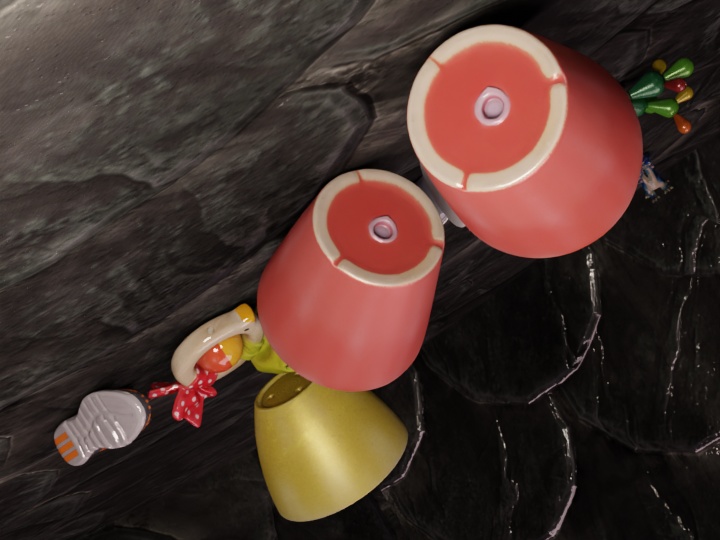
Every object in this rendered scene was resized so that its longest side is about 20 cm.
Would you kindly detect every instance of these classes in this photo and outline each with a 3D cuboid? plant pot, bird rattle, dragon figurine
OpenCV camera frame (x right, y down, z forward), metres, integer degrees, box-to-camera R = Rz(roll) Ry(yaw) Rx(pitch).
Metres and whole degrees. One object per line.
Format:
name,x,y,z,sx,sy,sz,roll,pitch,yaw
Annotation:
plant pot,0.137,-0.123,1.268,0.199,0.202,0.177,-34,161,14
plant pot,-0.058,0.201,1.852,0.199,0.143,0.200,-28,-160,11
bird rattle,-0.185,0.104,1.819,0.198,0.113,0.163,-23,154,-6
plant pot,0.000,0.000,1.522,0.199,0.201,0.178,-27,160,-29
dragon figurine,0.571,-0.197,2.882,0.059,0.100,0.200,-35,-169,12

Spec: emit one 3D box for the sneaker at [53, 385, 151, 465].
sneaker,-0.303,0.177,1.822,0.112,0.078,0.199,-30,-177,-44

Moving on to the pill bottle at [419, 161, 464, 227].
pill bottle,0.170,-0.137,1.570,0.199,0.114,0.114,-31,172,-10

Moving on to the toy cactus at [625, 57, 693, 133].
toy cactus,0.362,-0.216,1.953,0.199,0.103,0.164,-28,166,36

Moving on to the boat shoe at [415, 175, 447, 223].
boat shoe,0.057,-0.050,1.791,0.199,0.074,0.065,-36,167,28
